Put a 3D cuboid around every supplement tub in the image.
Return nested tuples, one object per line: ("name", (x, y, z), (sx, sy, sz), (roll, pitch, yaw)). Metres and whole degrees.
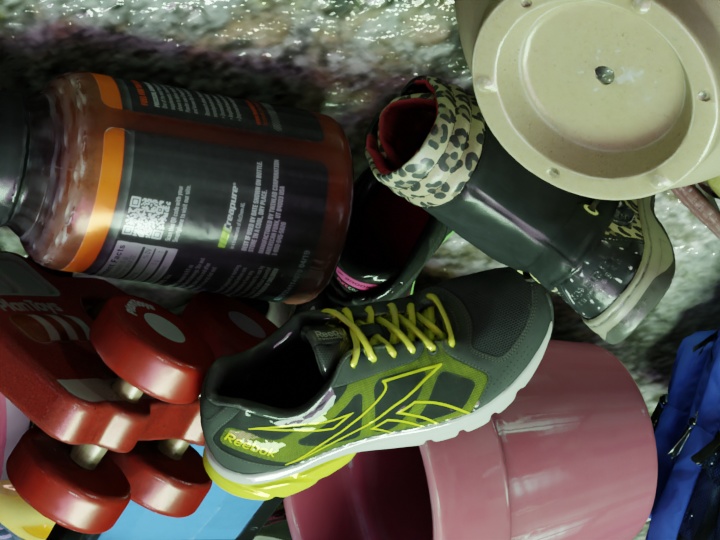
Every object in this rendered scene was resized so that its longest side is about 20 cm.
("supplement tub", (-0.111, -0.046, 1.423), (0.199, 0.107, 0.107), (9, 142, -22))

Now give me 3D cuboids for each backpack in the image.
("backpack", (0.264, 0.095, 1.643), (0.162, 0.168, 0.201), (4, 112, -44))

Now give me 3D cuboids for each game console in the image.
("game console", (-0.123, 0.165, 1.590), (0.116, 0.176, 0.200), (30, 145, -3))

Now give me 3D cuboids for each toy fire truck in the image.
("toy fire truck", (-0.144, 0.042, 1.445), (0.112, 0.168, 0.200), (-56, 158, 17))

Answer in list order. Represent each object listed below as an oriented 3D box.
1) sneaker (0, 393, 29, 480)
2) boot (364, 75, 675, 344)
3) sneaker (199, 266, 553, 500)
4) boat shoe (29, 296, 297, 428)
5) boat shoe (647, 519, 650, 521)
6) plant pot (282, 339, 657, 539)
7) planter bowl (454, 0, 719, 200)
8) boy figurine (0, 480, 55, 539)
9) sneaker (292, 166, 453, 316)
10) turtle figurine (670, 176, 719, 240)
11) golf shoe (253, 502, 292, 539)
("sneaker", (-0.249, 0.070, 1.586), (0.104, 0.076, 0.200), (-5, 150, -13))
("boot", (0.075, -0.054, 1.384), (0.154, 0.204, 0.074), (33, 105, -19))
("sneaker", (0.008, 0.050, 1.375), (0.200, 0.075, 0.085), (-28, 148, -7))
("boat shoe", (-0.118, 0.061, 1.604), (0.201, 0.072, 0.060), (-23, 143, 18))
("boat shoe", (0.152, 0.141, 1.769), (0.199, 0.066, 0.070), (-21, 178, -17))
("plant pot", (0.072, 0.118, 1.634), (0.178, 0.200, 0.200), (-8, 148, -27))
("planter bowl", (0.128, -0.118, 1.268), (0.200, 0.135, 0.201), (13, 128, 17))
("boy figurine", (-0.196, 0.155, 1.732), (0.199, 0.065, 0.124), (-15, 141, 15))
("sneaker", (0.000, 0.000, 1.491), (0.084, 0.077, 0.200), (-15, 135, -56))
("turtle figurine", (0.250, -0.056, 1.407), (0.199, 0.194, 0.144), (12, 139, -31))
("golf shoe", (-0.022, 0.170, 1.766), (0.199, 0.088, 0.077), (-4, 144, -7))
